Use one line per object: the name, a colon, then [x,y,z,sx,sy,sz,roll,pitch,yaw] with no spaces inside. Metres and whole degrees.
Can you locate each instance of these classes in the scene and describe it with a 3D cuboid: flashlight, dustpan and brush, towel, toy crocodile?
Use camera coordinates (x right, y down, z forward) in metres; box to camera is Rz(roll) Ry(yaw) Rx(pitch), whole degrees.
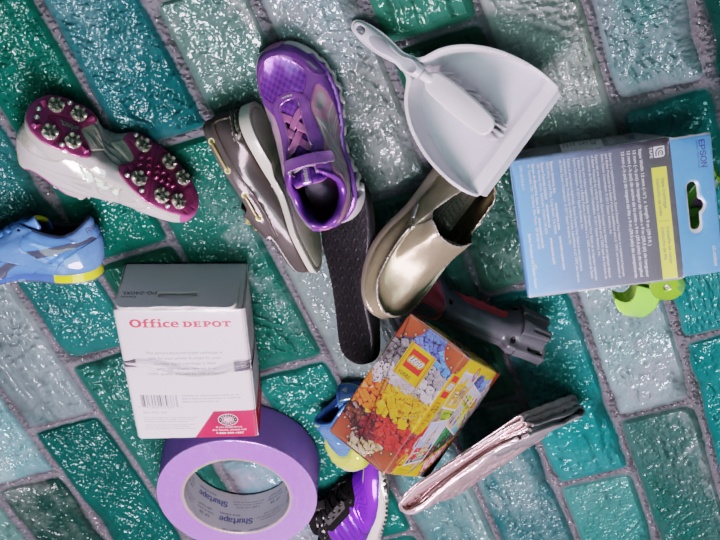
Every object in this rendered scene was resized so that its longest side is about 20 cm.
flashlight: [0.117,0.039,1.454,0.198,0.068,0.068,20,94,-20]
dustpan and brush: [0.075,-0.180,1.271,0.200,0.057,0.140,39,109,9]
towel: [0.156,0.214,1.528,0.190,0.199,0.032,-38,75,24]
toy crocodile: [0.324,-0.035,1.383,0.061,0.068,0.201,13,128,-7]

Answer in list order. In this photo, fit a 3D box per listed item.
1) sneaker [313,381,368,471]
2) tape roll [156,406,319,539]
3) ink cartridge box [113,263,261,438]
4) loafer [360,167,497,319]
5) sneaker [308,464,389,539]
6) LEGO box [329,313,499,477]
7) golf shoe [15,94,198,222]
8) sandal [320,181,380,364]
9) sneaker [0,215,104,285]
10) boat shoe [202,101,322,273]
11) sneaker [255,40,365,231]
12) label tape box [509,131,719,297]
sneaker: [0.030,0.171,1.551,0.199,0.076,0.105,-28,123,23]
tape roll: [-0.151,0.258,1.633,0.198,0.066,0.202,0,129,0]
ink cartridge box: [-0.191,0.091,1.485,0.143,0.084,0.202,0,129,2]
loafer: [0.070,-0.034,1.342,0.075,0.068,0.201,26,100,-31]
sneaker: [-0.018,0.304,1.664,0.098,0.070,0.202,8,128,-2]
LEGO box: [0.064,0.140,1.419,0.077,0.200,0.150,35,92,19]
golf shoe: [-0.261,-0.103,1.349,0.199,0.076,0.091,31,139,-19]
sandal: [0.000,0.000,1.409,0.075,0.045,0.202,14,115,46]
sneaker: [-0.374,-0.027,1.412,0.198,0.066,0.079,-3,118,3]
boat shoe: [-0.098,-0.079,1.358,0.060,0.072,0.202,-14,121,17]
sneaker: [-0.052,-0.124,1.291,0.080,0.089,0.202,-12,113,17]
label tape box: [0.257,-0.060,1.332,0.198,0.066,0.145,-8,102,7]
